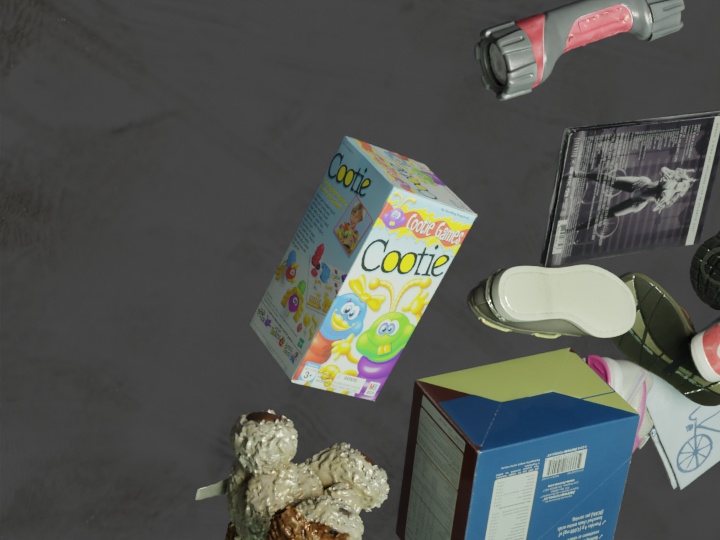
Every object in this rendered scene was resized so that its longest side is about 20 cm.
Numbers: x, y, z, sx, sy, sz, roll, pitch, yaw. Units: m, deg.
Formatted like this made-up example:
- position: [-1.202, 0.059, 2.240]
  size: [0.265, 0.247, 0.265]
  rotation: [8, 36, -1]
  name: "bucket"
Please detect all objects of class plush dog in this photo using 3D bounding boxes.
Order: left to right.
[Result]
- position: [-0.056, 0.252, 1.519]
  size: [0.199, 0.172, 0.161]
  rotation: [30, 102, -40]
  name: "plush dog"

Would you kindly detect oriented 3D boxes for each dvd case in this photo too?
- position: [0.279, -0.084, 1.608]
  size: [0.198, 0.016, 0.150]
  rotation: [-8, 122, -26]
  name: "dvd case"

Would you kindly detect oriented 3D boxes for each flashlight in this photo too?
- position: [0.204, -0.215, 1.447]
  size: [0.198, 0.068, 0.068]
  rotation: [-19, 126, -19]
  name: "flashlight"

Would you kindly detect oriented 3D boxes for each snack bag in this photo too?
- position: [0.406, 0.137, 1.819]
  size: [0.188, 0.021, 0.201]
  rotation: [-36, 127, -7]
  name: "snack bag"

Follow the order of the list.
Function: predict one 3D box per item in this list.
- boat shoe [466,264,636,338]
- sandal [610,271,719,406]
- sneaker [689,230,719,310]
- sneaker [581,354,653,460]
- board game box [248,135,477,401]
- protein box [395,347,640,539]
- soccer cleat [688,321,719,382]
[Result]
- position: [0.196, 0.032, 1.604]
  size: [0.200, 0.060, 0.073]
  rotation: [7, 75, -37]
  name: "boat shoe"
- position: [0.331, 0.074, 1.708]
  size: [0.080, 0.058, 0.201]
  rotation: [-37, 118, 21]
  name: "sandal"
- position: [0.419, -0.043, 1.680]
  size: [0.090, 0.076, 0.202]
  rotation: [-26, 146, -47]
  name: "sneaker"
- position: [0.276, 0.183, 1.732]
  size: [0.087, 0.081, 0.202]
  rotation: [-6, 122, -25]
  name: "sneaker"
- position: [0.000, 0.000, 1.438]
  size: [0.102, 0.105, 0.202]
  rotation: [15, 111, -37]
  name: "board game box"
- position: [0.160, 0.215, 1.647]
  size: [0.196, 0.135, 0.202]
  rotation: [-9, 123, -26]
  name: "protein box"
- position: [0.420, 0.066, 1.684]
  size: [0.073, 0.069, 0.199]
  rotation: [-26, 176, 37]
  name: "soccer cleat"
